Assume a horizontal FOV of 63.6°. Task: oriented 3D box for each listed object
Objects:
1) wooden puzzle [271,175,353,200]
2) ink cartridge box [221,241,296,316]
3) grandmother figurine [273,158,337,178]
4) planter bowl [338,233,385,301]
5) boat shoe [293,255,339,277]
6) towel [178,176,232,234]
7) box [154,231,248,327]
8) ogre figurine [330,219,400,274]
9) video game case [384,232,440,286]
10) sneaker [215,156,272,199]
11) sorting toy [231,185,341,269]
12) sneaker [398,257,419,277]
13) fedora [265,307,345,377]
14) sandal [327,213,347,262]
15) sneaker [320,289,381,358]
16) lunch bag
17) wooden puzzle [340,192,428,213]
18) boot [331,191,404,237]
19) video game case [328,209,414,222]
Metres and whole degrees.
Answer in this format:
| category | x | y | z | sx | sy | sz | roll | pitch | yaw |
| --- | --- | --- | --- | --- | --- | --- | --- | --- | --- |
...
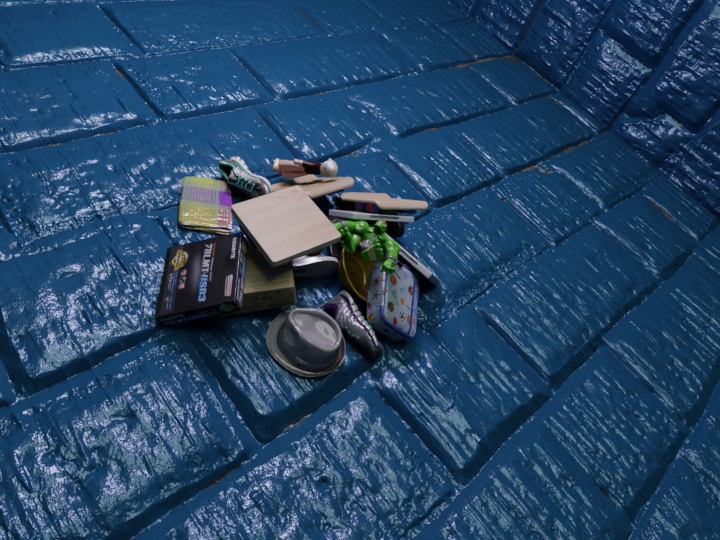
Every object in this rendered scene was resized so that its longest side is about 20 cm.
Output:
| category | x | y | z | sx | sy | sz | roll | pitch | yaw |
| --- | --- | --- | --- | --- | --- | --- | --- | --- | --- |
| wooden puzzle | -0.143 | -0.238 | 1.708 | 0.183 | 0.048 | 0.197 | -24 | 26 | -38 |
| ink cartridge box | -0.260 | 0.012 | 1.408 | 0.194 | 0.076 | 0.167 | -8 | 49 | -5 |
| grandmother figurine | -0.152 | -0.299 | 1.704 | 0.195 | 0.062 | 0.121 | 7 | 9 | 27 |
| planter bowl | 0.000 | 0.000 | 1.555 | 0.198 | 0.082 | 0.206 | 19 | 62 | -40 |
| boat shoe | -0.152 | -0.023 | 1.536 | 0.195 | 0.071 | 0.065 | -4 | 52 | -26 |
| towel | -0.422 | -0.180 | 1.587 | 0.140 | 0.023 | 0.203 | 6 | 47 | -20 |
| box | -0.361 | 0.017 | 1.333 | 0.193 | 0.050 | 0.204 | -12 | 52 | 11 |
| ogre figurine | 0.020 | -0.072 | 1.464 | 0.196 | 0.101 | 0.120 | 15 | 26 | 24 |
| video game case | 0.141 | -0.031 | 1.630 | 0.182 | 0.022 | 0.200 | 42 | 3 | 15 |
| sneaker | -0.335 | -0.251 | 1.643 | 0.198 | 0.079 | 0.091 | 37 | 22 | 22 |
| sorting toy | -0.182 | -0.094 | 1.401 | 0.197 | 0.070 | 0.199 | -22 | 58 | -34 |
| sneaker | 0.081 | -0.019 | 1.642 | 0.196 | 0.078 | 0.074 | 27 | 45 | 2 |
| fedora | -0.120 | 0.151 | 1.366 | 0.198 | 0.091 | 0.177 | 35 | 50 | 7 |
| sandal | -0.072 | -0.093 | 1.654 | 0.074 | 0.048 | 0.204 | 21 | 44 | -20 |
| sneaker | -0.024 | 0.149 | 1.456 | 0.086 | 0.075 | 0.202 | -27 | 61 | -13 |
| lunch bag | 0.091 | 0.072 | 1.508 | 0.159 | 0.075 | 0.205 | 33 | 54 | -36 |
| wooden puzzle | 0.065 | -0.186 | 1.647 | 0.181 | 0.048 | 0.198 | -4 | 16 | -35 |
| boot | 0.022 | -0.156 | 1.723 | 0.200 | 0.070 | 0.173 | 44 | 36 | 17 |
| video game case | 0.030 | -0.150 | 1.599 | 0.196 | 0.019 | 0.142 | 1 | 9 | -31 |
